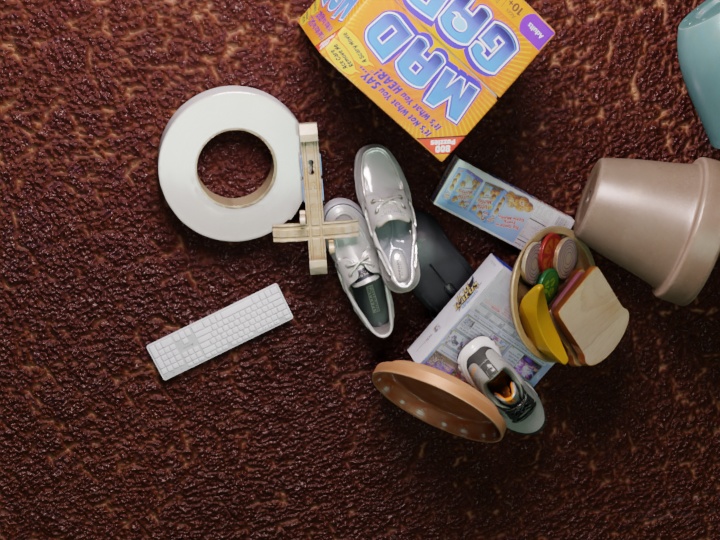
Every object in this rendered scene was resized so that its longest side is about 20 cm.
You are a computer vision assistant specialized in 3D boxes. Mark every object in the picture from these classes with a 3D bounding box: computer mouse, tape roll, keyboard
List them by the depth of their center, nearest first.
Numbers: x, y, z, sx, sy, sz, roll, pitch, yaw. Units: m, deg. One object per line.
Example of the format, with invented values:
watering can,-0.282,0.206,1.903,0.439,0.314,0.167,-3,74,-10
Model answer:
tape roll,-0.162,-0.136,1.538,0.200,0.037,0.205,-4,111,-10
keyboard,-0.192,0.084,1.632,0.198,0.011,0.057,-26,114,-1
computer mouse,0.111,-0.001,1.637,0.138,0.053,0.200,-42,113,7

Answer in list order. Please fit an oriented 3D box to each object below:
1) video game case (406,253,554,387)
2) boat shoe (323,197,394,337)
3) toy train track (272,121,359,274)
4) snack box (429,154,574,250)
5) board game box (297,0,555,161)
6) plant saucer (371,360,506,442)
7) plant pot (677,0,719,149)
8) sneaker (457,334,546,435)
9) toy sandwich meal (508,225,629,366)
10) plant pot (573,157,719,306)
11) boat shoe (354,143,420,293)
video game case,0.192,0.096,1.672,0.199,0.046,0.182,33,101,-36
boat shoe,0.000,0.000,1.608,0.071,0.066,0.202,-17,113,-4
toy train track,-0.060,-0.088,1.534,0.113,0.033,0.202,-4,109,-2
snack box,0.196,-0.083,1.638,0.199,0.024,0.072,26,105,-20
board game box,0.072,-0.294,1.434,0.199,0.200,0.200,38,101,-22
plant saucer,0.110,0.177,1.642,0.199,0.200,0.033,34,70,-21
plant pot,0.505,-0.281,1.537,0.200,0.201,0.162,-34,102,3
sneaker,0.203,0.176,1.649,0.074,0.079,0.200,-41,129,2
toy sandwich meal,0.283,0.039,1.616,0.204,0.070,0.208,-2,92,-41
plant pot,0.388,-0.075,1.606,0.173,0.200,0.202,19,107,1
boat shoe,0.041,-0.071,1.558,0.070,0.069,0.202,-16,90,-3
